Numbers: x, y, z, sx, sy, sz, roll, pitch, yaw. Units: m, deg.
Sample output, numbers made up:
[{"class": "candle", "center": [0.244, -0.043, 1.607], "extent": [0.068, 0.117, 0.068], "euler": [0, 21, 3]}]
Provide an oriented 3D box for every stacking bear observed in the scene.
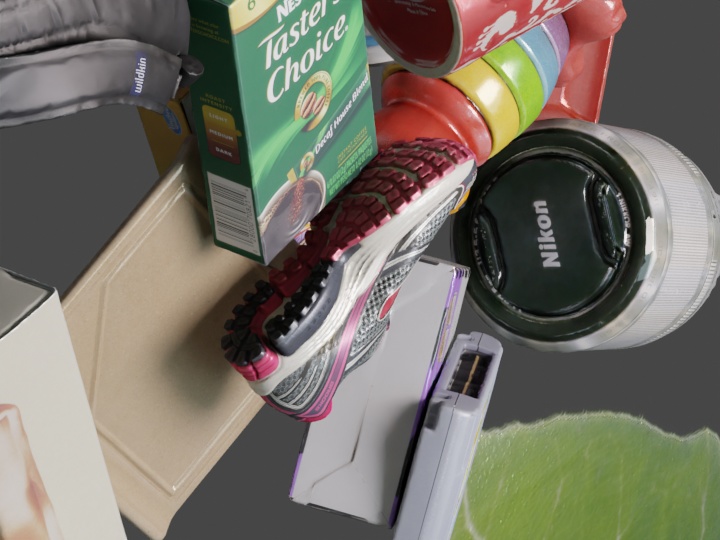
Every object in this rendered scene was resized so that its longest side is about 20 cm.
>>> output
[{"class": "stacking bear", "center": [0.063, -0.112, 1.799], "extent": [0.200, 0.114, 0.121], "euler": [-53, -179, -28]}]

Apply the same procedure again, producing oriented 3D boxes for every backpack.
[{"class": "backpack", "center": [-0.188, -0.144, 1.458], "extent": [0.200, 0.126, 0.168], "euler": [-31, 117, -45]}]

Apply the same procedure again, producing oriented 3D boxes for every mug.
[{"class": "mug", "center": [0.103, -0.218, 1.696], "extent": [0.200, 0.177, 0.134], "euler": [-33, 87, -27]}]

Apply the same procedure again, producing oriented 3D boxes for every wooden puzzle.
[{"class": "wooden puzzle", "center": [-0.117, 0.041, 1.689], "extent": [0.200, 0.037, 0.185], "euler": [-54, 137, -11]}]

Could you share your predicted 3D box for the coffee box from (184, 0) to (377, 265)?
[{"class": "coffee box", "center": [-0.046, -0.114, 1.612], "extent": [0.123, 0.044, 0.201], "euler": [-46, 146, -35]}]

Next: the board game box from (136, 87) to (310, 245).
[{"class": "board game box", "center": [-0.060, -0.076, 1.751], "extent": [0.153, 0.040, 0.201], "euler": [-48, 139, -34]}]

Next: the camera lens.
[{"class": "camera lens", "center": [0.163, -0.023, 1.979], "extent": [0.200, 0.159, 0.161], "euler": [1, 103, -67]}]

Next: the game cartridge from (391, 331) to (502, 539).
[{"class": "game cartridge", "center": [0.054, 0.125, 1.804], "extent": [0.200, 0.040, 0.134], "euler": [-58, 166, -75]}]

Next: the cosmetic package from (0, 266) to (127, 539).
[{"class": "cosmetic package", "center": [-0.208, 0.100, 1.551], "extent": [0.087, 0.103, 0.201], "euler": [-42, 134, -36]}]

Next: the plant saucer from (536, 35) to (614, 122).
[{"class": "plant saucer", "center": [0.121, -0.197, 1.973], "extent": [0.200, 0.037, 0.201], "euler": [-4, 107, -56]}]

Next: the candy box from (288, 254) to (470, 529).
[{"class": "candy box", "center": [0.015, 0.071, 1.822], "extent": [0.200, 0.071, 0.169], "euler": [2, 102, -86]}]

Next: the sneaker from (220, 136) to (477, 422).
[{"class": "sneaker", "center": [0.000, 0.000, 1.691], "extent": [0.200, 0.080, 0.075], "euler": [-48, 124, -12]}]

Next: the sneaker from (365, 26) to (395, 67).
[{"class": "sneaker", "center": [0.034, -0.231, 1.782], "extent": [0.087, 0.075, 0.201], "euler": [57, 44, -42]}]
